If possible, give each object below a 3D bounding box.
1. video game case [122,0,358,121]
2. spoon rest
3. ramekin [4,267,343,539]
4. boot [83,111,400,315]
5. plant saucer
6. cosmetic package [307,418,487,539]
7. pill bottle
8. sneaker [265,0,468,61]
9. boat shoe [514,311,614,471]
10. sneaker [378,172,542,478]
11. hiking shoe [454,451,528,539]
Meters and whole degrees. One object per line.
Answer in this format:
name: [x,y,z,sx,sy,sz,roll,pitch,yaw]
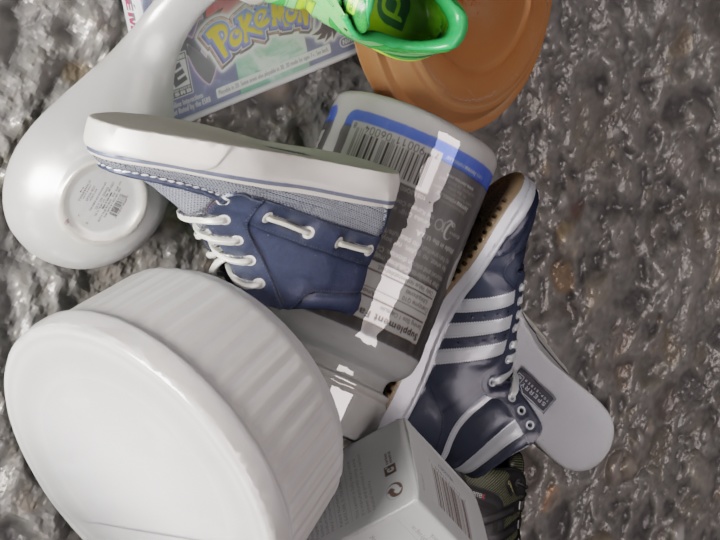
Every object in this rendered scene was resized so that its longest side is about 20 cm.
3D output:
video game case: [-0.061,-0.202,1.064,0.199,0.023,0.184,-26,117,-34]
spoon rest: [-0.127,-0.089,1.001,0.099,0.061,0.201,27,104,-32]
ramekin: [-0.099,0.091,1.000,0.094,0.201,0.204,-42,126,-38]
boot: [-0.068,-0.027,0.977,0.198,0.073,0.091,10,101,-34]
plant saucer: [0.068,-0.189,1.159,0.199,0.032,0.203,-13,108,-48]
cosmetic package: [-0.028,0.184,1.093,0.199,0.074,0.102,-28,130,15]
pill bottle: [0.000,0.000,1.111,0.113,0.113,0.202,27,83,-42]
sneaker: [-0.020,-0.177,1.024,0.198,0.083,0.075,17,92,-27]
boat shoe: [0.100,0.058,1.246,0.200,0.066,0.072,42,88,-16]
sneaker: [0.089,0.042,1.170,0.108,0.070,0.201,28,97,-12]
hiking shoe: [0.095,0.179,1.268,0.101,0.075,0.201,-47,127,-18]
